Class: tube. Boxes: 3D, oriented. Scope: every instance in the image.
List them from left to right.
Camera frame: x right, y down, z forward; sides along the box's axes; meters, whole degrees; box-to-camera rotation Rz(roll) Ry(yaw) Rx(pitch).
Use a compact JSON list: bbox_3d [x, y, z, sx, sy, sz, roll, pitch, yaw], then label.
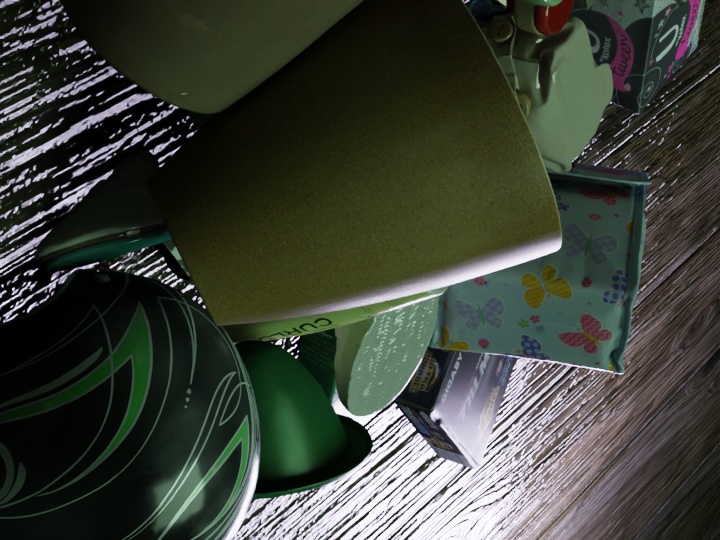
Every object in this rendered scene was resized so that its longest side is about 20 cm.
[{"bbox_3d":[-0.026,0.023,1.313,0.058,0.200,0.052,44,42,-31],"label":"tube"}]

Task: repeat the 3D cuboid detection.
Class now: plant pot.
[{"bbox_3d":[-0.069,-0.185,0.989,0.175,0.200,0.200,-49,162,21],"label":"plant pot"},{"bbox_3d":[-0.014,-0.053,1.057,0.200,0.186,0.186,-26,150,-5],"label":"plant pot"}]

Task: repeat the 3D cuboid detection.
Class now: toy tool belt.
[{"bbox_3d":[0.117,-0.170,1.455,0.125,0.123,0.200,-56,149,-23],"label":"toy tool belt"}]

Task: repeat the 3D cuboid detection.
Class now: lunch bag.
[{"bbox_3d":[0.152,-0.027,1.535,0.200,0.169,0.127,-72,168,-48],"label":"lunch bag"}]

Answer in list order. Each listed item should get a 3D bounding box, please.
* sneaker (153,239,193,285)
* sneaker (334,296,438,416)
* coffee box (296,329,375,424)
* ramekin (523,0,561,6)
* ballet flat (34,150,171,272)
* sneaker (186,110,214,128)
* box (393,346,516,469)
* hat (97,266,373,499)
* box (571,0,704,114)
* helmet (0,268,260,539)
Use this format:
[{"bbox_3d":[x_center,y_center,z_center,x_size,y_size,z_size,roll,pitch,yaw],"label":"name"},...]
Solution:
[{"bbox_3d":[-0.083,-0.026,1.268,0.106,0.075,0.200,-46,155,-5],"label":"sneaker"},{"bbox_3d":[0.000,0.000,1.384,0.074,0.116,0.200,-4,116,-42],"label":"sneaker"},{"bbox_3d":[-0.004,0.052,1.531,0.123,0.044,0.200,-36,147,-49],"label":"coffee box"},{"bbox_3d":[0.075,-0.268,1.180,0.200,0.098,0.200,-1,90,-72],"label":"ramekin"},{"bbox_3d":[-0.110,-0.049,1.141,0.200,0.069,0.069,-13,137,-17],"label":"ballet flat"},{"bbox_3d":[-0.050,-0.165,1.177,0.200,0.077,0.084,-47,170,-22],"label":"sneaker"},{"bbox_3d":[0.104,0.066,1.721,0.199,0.050,0.200,58,51,-65],"label":"box"},{"bbox_3d":[-0.079,0.054,1.298,0.200,0.166,0.176,-82,169,-75],"label":"hat"},{"bbox_3d":[0.213,-0.253,1.519,0.115,0.132,0.200,-47,153,-33],"label":"box"},{"bbox_3d":[-0.153,0.102,1.109,0.191,0.200,0.200,-29,149,-10],"label":"helmet"}]
